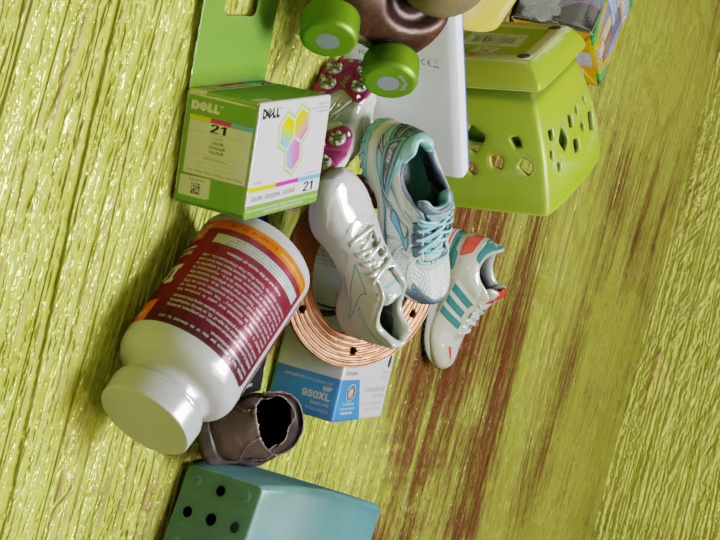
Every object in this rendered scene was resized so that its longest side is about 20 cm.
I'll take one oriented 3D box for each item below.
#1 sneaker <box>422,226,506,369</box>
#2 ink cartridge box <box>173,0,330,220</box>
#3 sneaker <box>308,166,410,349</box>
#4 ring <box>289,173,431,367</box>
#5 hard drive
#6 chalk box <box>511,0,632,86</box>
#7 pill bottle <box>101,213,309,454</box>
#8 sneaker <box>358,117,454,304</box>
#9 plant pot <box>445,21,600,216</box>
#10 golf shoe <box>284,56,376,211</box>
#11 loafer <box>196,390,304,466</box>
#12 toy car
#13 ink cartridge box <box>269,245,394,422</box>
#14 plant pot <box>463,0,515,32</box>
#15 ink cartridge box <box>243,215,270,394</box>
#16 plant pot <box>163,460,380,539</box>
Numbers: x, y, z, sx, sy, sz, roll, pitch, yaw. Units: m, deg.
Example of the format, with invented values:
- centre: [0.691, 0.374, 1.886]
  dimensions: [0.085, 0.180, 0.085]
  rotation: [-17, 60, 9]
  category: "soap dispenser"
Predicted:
- centre: [0.144, 0.046, 1.968]
  dimensions: [0.070, 0.093, 0.201]
  rotation: [-24, 125, -63]
  category: "sneaker"
- centre: [-0.087, -0.158, 1.296]
  dimensions: [0.148, 0.075, 0.201]
  rotation: [-22, 125, -64]
  category: "ink cartridge box"
- centre: [0.008, -0.010, 1.424]
  dimensions: [0.070, 0.080, 0.201]
  rotation: [-33, 125, -25]
  category: "sneaker"
- centre: [0.000, 0.000, 1.495]
  dimensions: [0.200, 0.019, 0.201]
  rotation: [-10, 107, -36]
  category: "ring"
- centre: [0.047, -0.195, 1.526]
  dimensions: [0.201, 0.131, 0.025]
  rotation: [84, 29, -41]
  category: "hard drive"
- centre: [0.308, -0.384, 2.063]
  dimensions: [0.201, 0.124, 0.124]
  rotation: [-64, 155, -24]
  category: "chalk box"
- centre: [-0.135, 0.054, 1.260]
  dimensions: [0.200, 0.113, 0.113]
  rotation: [-58, 152, -35]
  category: "pill bottle"
- centre: [0.056, -0.052, 1.459]
  dimensions: [0.077, 0.086, 0.201]
  rotation: [-29, 116, -28]
  category: "sneaker"
- centre: [0.165, -0.193, 1.747]
  dimensions: [0.199, 0.199, 0.182]
  rotation: [-44, 135, -52]
  category: "plant pot"
- centre: [-0.031, -0.122, 1.466]
  dimensions: [0.200, 0.075, 0.092]
  rotation: [-59, 157, -33]
  category: "golf shoe"
- centre: [-0.092, 0.156, 1.434]
  dimensions: [0.200, 0.071, 0.073]
  rotation: [-7, 85, -72]
  category: "loafer"
- centre: [0.058, -0.282, 1.331]
  dimensions: [0.158, 0.200, 0.165]
  rotation: [30, 54, -35]
  category: "toy car"
- centre: [-0.016, 0.056, 1.593]
  dimensions: [0.144, 0.084, 0.201]
  rotation: [6, 97, -68]
  category: "ink cartridge box"
- centre: [0.122, -0.366, 1.549]
  dimensions: [0.201, 0.200, 0.189]
  rotation: [-37, 152, -57]
  category: "plant pot"
- centre: [-0.111, 0.023, 1.410]
  dimensions: [0.095, 0.037, 0.201]
  rotation: [-7, 108, -67]
  category: "ink cartridge box"
- centre: [-0.101, 0.265, 1.458]
  dimensions: [0.200, 0.141, 0.142]
  rotation: [38, 68, -57]
  category: "plant pot"
